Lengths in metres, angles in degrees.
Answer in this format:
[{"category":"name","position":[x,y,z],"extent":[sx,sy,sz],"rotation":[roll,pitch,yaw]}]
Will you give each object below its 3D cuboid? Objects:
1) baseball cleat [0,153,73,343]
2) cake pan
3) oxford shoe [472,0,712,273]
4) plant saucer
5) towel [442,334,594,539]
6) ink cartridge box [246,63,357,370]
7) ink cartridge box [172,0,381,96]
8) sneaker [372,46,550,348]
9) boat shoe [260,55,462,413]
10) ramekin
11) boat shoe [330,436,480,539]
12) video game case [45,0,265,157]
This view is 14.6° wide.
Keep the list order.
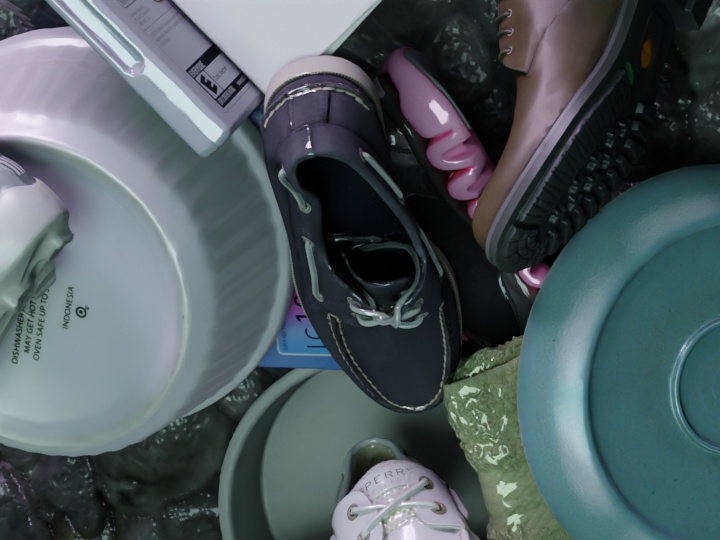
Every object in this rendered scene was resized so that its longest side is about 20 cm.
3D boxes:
[{"category":"baseball cleat","position":[-0.209,0.023,1.271],"extent":[0.106,0.070,0.200],"rotation":[39,109,7]},{"category":"cake pan","position":[0.027,0.124,1.438],"extent":[0.200,0.037,0.201],"rotation":[6,113,14]},{"category":"oxford shoe","position":[0.093,-0.091,1.280],"extent":[0.084,0.073,0.200],"rotation":[20,74,26]},{"category":"plant saucer","position":[0.167,0.052,1.305],"extent":[0.200,0.027,0.201],"rotation":[-3,97,-23]},{"category":"towel","position":[0.141,0.079,1.330],"extent":[0.200,0.036,0.149],"rotation":[-21,103,-20]},{"category":"ink cartridge box","position":[-0.098,-0.028,1.393],"extent":[0.200,0.076,0.137],"rotation":[2,112,17]},{"category":"ink cartridge box","position":[-0.061,-0.192,1.273],"extent":[0.200,0.147,0.083],"rotation":[45,119,-6]},{"category":"sneaker","position":[0.033,-0.007,1.332],"extent":[0.095,0.079,0.200],"rotation":[-32,118,-1]},{"category":"boat shoe","position":[0.000,0.000,1.260],"extent":[0.073,0.063,0.200],"rotation":[-12,129,8]},{"category":"ramekin","position":[-0.137,-0.005,1.318],"extent":[0.202,0.094,0.203],"rotation":[6,114,15]},{"category":"boat shoe","position":[0.016,0.124,1.316],"extent":[0.071,0.200,0.069],"rotation":[-18,102,-7]},{"category":"video game case","position":[-0.105,-0.146,1.275],"extent":[0.182,0.200,0.022],"rotation":[45,111,-5]}]
